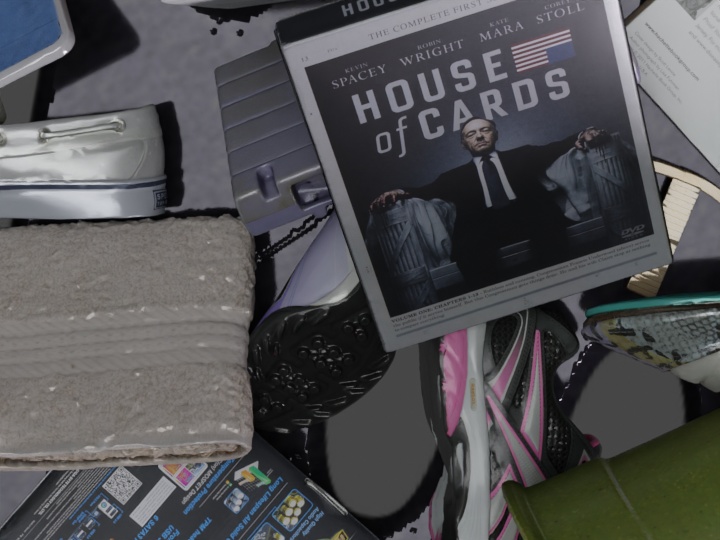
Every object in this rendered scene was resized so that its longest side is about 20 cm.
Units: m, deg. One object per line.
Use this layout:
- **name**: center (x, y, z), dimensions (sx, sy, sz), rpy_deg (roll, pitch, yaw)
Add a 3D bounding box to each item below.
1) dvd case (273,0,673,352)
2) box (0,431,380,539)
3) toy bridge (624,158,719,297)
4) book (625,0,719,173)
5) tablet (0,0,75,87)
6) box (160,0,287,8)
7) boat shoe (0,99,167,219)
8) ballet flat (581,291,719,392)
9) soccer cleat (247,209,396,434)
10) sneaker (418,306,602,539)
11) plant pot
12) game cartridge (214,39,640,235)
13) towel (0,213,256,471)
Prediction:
- **dvd case**: center (0.057, -0.056, 1.063), dimensions (0.150, 0.025, 0.200), rpy_deg (-17, 134, 2)
- **box**: center (-0.108, 0.165, 1.167), dimensions (0.159, 0.046, 0.200), rpy_deg (40, 76, 0)
- **toy bridge**: center (0.154, -0.019, 1.169), dimensions (0.200, 0.027, 0.067), rpy_deg (22, 97, 1)
- **book**: center (0.238, -0.132, 1.143), dimensions (0.200, 0.048, 0.134), rpy_deg (-42, 95, 8)
- **tablet**: center (-0.241, -0.107, 1.161), dimensions (0.200, 0.130, 0.014), rpy_deg (-26, 138, 6)
- **box**: center (-0.040, -0.190, 1.082), dimensions (0.097, 0.200, 0.125), rpy_deg (-7, 95, 5)
- **boat shoe**: center (-0.199, -0.070, 1.171), dimensions (0.202, 0.075, 0.086), rpy_deg (1, 96, 2)
- **ballet flat**: center (0.210, 0.031, 1.119), dimensions (0.200, 0.072, 0.072), rpy_deg (-12, 95, 4)
- **soccer cleat**: center (0.000, 0.000, 1.173), dimensions (0.068, 0.073, 0.200), rpy_deg (29, 116, -19)
- **sneaker**: center (0.082, 0.111, 1.167), dimensions (0.086, 0.080, 0.200), rpy_deg (-5, 103, -8)
- **plant pot**: center (0.197, 0.129, 1.060), dimensions (0.190, 0.200, 0.200), rpy_deg (-35, 92, 4)
- **game cartridge**: center (0.028, -0.095, 1.126), dimensions (0.200, 0.130, 0.038), rpy_deg (-21, 122, 7)
- **towel**: center (-0.151, 0.036, 1.163), dimensions (0.200, 0.034, 0.133), rpy_deg (-4, 64, 8)
